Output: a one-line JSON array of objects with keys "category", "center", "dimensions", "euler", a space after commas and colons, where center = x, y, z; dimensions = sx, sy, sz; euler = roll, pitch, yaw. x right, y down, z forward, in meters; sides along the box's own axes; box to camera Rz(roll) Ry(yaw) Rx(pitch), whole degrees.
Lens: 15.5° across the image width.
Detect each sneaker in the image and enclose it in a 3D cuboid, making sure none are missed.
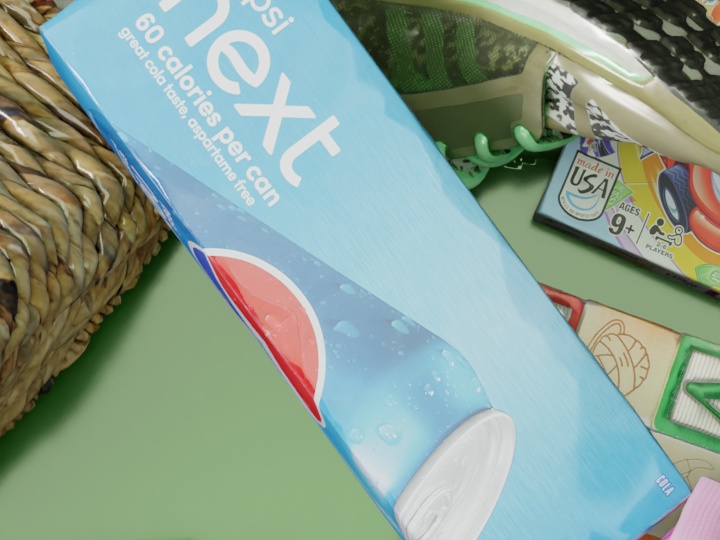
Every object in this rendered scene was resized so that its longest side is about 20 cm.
[{"category": "sneaker", "center": [0.031, -0.052, 0.761], "dimensions": [0.199, 0.077, 0.089], "euler": [26, 111, 31]}]

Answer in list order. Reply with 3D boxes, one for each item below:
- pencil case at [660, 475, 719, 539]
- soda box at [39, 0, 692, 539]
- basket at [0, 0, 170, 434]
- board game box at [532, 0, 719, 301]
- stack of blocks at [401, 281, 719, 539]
[{"category": "pencil case", "center": [0.154, 0.126, 0.669], "dimensions": [0.199, 0.087, 0.088], "euler": [33, 89, 4]}, {"category": "soda box", "center": [0.000, 0.000, 0.710], "dimensions": [0.068, 0.064, 0.201], "euler": [-36, 87, -5]}, {"category": "basket", "center": [-0.173, -0.024, 0.775], "dimensions": [0.200, 0.149, 0.143], "euler": [39, 123, 3]}, {"category": "board game box", "center": [0.168, -0.038, 0.784], "dimensions": [0.199, 0.034, 0.135], "euler": [23, 88, 3]}, {"category": "stack of blocks", "center": [0.060, 0.112, 0.769], "dimensions": [0.114, 0.059, 0.201], "euler": [18, 88, 3]}]
